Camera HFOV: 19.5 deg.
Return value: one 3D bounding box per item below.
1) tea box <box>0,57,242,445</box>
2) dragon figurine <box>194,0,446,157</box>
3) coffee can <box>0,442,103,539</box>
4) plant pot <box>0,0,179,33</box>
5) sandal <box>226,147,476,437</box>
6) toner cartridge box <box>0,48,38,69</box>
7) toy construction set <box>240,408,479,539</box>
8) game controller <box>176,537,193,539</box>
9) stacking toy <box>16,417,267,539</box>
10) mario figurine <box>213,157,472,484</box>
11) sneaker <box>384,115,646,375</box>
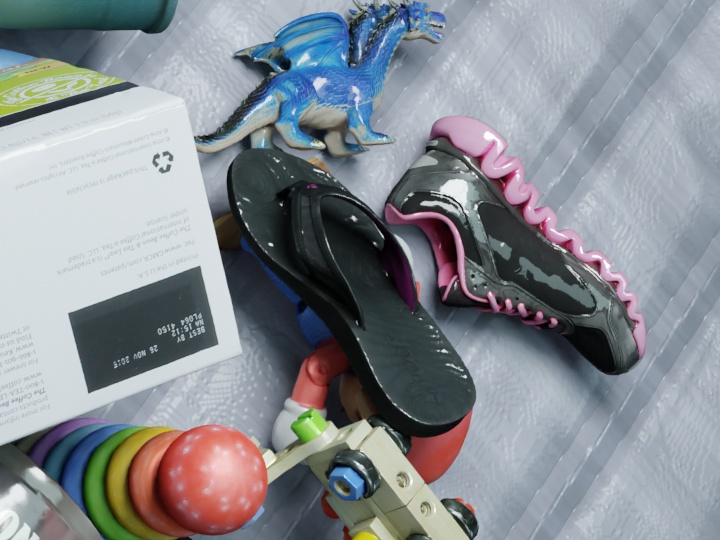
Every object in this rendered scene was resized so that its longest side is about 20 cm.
[{"bbox_3d":[-0.195,-0.006,1.018,0.200,0.197,0.134,-20,109,-25],"label":"tea box"},{"bbox_3d":[-0.035,-0.118,1.254,0.200,0.059,0.099,-8,86,-33],"label":"dragon figurine"},{"bbox_3d":[-0.237,0.183,1.029,0.146,0.146,0.200,49,62,-15],"label":"coffee can"},{"bbox_3d":[-0.205,-0.216,1.097,0.188,0.200,0.200,-7,85,-18],"label":"plant pot"},{"bbox_3d":[0.001,0.000,1.169,0.075,0.048,0.200,-24,68,-38],"label":"sandal"},{"bbox_3d":[-0.254,-0.083,1.124,0.200,0.043,0.095,11,76,-29],"label":"toner cartridge box"},{"bbox_3d":[-0.006,0.148,1.185,0.200,0.131,0.092,40,53,-19],"label":"toy construction set"},{"bbox_3d":[-0.125,0.243,1.156,0.104,0.042,0.200,32,65,-7],"label":"game controller"},{"bbox_3d":[-0.113,0.111,1.084,0.085,0.200,0.085,6,78,-30],"label":"stacking toy"},{"bbox_3d":[-0.012,0.042,1.247,0.123,0.106,0.200,-31,88,5],"label":"mario figurine"},{"bbox_3d":[0.092,0.002,1.310,0.200,0.079,0.095,47,68,-8],"label":"sneaker"}]
